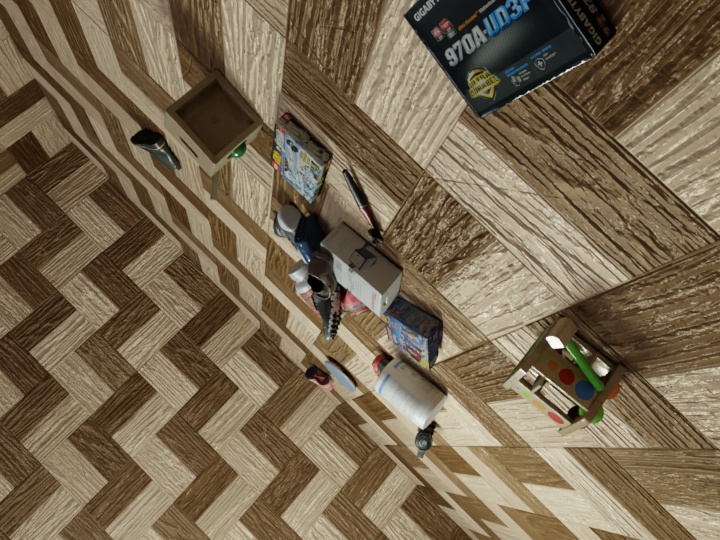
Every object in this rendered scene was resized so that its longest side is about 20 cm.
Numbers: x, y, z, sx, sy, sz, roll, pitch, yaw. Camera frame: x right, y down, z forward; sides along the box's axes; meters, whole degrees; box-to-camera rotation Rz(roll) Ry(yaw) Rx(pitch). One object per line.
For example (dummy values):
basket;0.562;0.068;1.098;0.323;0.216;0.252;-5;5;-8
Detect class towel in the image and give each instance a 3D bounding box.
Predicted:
towel;-0.113;-0.042;1.526;0.048;0.113;0.201;-9;133;22

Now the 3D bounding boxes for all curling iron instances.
curling iron;0.008;-0.131;1.217;0.050;0.025;0.201;-99;-14;-54

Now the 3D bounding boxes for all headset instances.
headset;0.225;0.595;2.118;0.093;0.124;0.202;14;123;8

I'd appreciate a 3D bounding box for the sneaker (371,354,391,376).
sneaker;0.113;0.375;1.963;0.097;0.071;0.202;24;150;50

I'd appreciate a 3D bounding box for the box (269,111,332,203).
box;-0.135;-0.243;1.270;0.137;0.040;0.200;44;161;1

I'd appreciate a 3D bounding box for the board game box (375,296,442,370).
board game box;0.118;0.144;1.503;0.199;0.062;0.201;37;159;25

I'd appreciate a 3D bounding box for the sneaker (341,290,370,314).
sneaker;-0.010;0.072;1.641;0.200;0.073;0.088;179;79;-74

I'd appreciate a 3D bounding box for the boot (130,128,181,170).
boot;-0.746;-0.431;2.097;0.199;0.078;0.139;29;160;41

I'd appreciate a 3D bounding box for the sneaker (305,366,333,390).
sneaker;-0.218;0.577;3.023;0.199;0.074;0.087;24;154;46

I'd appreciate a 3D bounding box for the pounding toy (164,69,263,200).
pounding toy;-0.339;-0.307;1.337;0.200;0.184;0.142;48;161;-9

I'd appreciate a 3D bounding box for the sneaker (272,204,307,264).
sneaker;-0.176;-0.093;1.613;0.201;0.075;0.113;58;158;-18

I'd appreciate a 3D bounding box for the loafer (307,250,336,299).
loafer;-0.108;0.024;1.431;0.072;0.072;0.201;23;155;13

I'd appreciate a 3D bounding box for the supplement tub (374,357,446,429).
supplement tub;0.155;0.382;1.801;0.199;0.132;0.132;38;160;22

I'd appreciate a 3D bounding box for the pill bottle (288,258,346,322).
pill bottle;-0.126;0.057;1.749;0.201;0.112;0.112;51;160;-19

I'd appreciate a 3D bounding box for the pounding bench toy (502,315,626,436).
pounding bench toy;0.361;0.178;0.977;0.155;0.124;0.201;39;160;15

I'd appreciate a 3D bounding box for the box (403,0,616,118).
box;0.151;-0.269;0.624;0.159;0.046;0.199;50;161;-13

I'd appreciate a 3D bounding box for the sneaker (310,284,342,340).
sneaker;-0.102;0.099;1.660;0.089;0.203;0.066;0;173;20

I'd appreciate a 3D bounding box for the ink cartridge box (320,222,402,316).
ink cartridge box;0.000;0.000;1.415;0.199;0.086;0.147;38;160;15

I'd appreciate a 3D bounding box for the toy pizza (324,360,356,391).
toy pizza;-0.087;0.479;2.643;0.200;0.032;0.201;40;161;16
